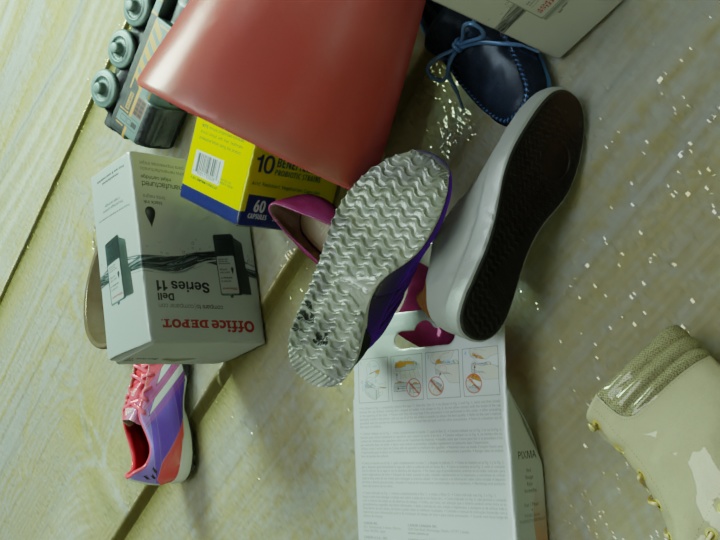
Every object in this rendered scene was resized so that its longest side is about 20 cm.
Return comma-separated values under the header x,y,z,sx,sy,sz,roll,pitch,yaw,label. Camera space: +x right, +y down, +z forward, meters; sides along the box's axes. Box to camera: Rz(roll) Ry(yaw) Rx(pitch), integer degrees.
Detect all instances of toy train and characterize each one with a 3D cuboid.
x,y,z,sx,sy,sz,roll,pitch,yaw,label
-0.238,-0.239,1.115,0.114,0.085,0.200,39,113,27,toy train

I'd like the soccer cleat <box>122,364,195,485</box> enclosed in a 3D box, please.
x,y,z,sx,sy,sz,roll,pitch,yaw,label
-0.236,0.141,1.078,0.068,0.073,0.201,-23,69,45,soccer cleat

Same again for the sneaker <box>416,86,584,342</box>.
x,y,z,sx,sy,sz,roll,pitch,yaw,label
0.096,-0.050,0.724,0.085,0.073,0.200,21,84,56,sneaker

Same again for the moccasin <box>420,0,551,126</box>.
x,y,z,sx,sy,sz,roll,pitch,yaw,label
0.077,-0.190,0.776,0.081,0.068,0.200,-53,52,30,moccasin

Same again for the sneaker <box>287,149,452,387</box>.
x,y,z,sx,sy,sz,roll,pitch,yaw,label
0.012,-0.009,0.745,0.069,0.099,0.200,34,111,11,sneaker

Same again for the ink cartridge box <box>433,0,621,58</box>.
x,y,z,sx,sy,sz,roll,pitch,yaw,label
0.085,-0.252,0.679,0.083,0.200,0.147,-41,59,32,ink cartridge box

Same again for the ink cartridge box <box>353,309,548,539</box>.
x,y,z,sx,sy,sz,roll,pitch,yaw,label
0.066,0.132,0.773,0.162,0.050,0.201,-10,75,41,ink cartridge box

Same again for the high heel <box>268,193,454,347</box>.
x,y,z,sx,sy,sz,roll,pitch,yaw,label
0.000,0.000,0.822,0.067,0.096,0.200,-56,50,27,high heel

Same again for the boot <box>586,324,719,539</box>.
x,y,z,sx,sy,sz,roll,pitch,yaw,label
0.201,0.153,0.612,0.155,0.073,0.200,43,115,39,boot

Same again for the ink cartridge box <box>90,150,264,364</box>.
x,y,z,sx,sy,sz,roll,pitch,yaw,label
-0.188,-0.009,0.990,0.083,0.146,0.201,-22,72,42,ink cartridge box

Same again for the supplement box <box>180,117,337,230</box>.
x,y,z,sx,sy,sz,roll,pitch,yaw,label
-0.081,-0.146,0.912,0.109,0.109,0.201,26,105,45,supplement box

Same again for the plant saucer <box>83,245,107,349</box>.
x,y,z,sx,sy,sz,roll,pitch,yaw,label
-0.275,-0.002,1.138,0.200,0.029,0.201,-26,55,45,plant saucer

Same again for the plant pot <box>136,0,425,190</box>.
x,y,z,sx,sy,sz,roll,pitch,yaw,label
-0.045,-0.178,0.736,0.200,0.200,0.178,32,98,44,plant pot
